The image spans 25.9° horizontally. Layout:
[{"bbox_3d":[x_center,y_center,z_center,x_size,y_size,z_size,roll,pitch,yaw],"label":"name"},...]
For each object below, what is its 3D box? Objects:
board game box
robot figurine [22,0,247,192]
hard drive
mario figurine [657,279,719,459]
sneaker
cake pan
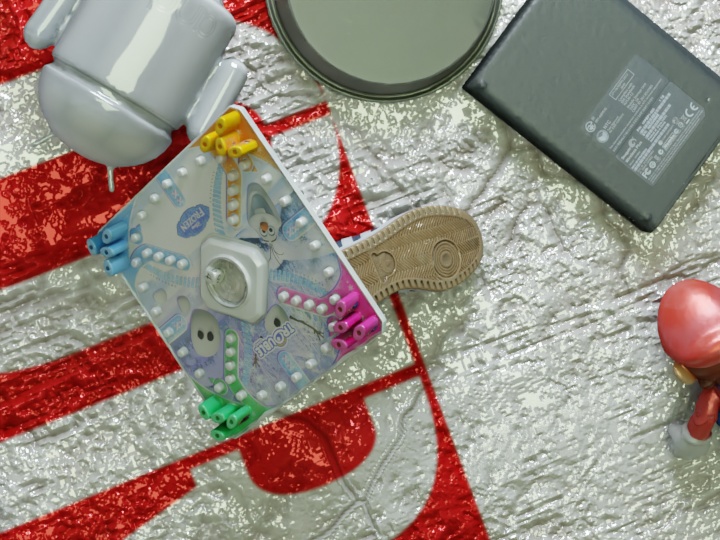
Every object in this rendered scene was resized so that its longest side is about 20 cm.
[{"bbox_3d":[-0.101,0.009,1.188,0.200,0.026,0.200,-37,85,38],"label":"board game box"},{"bbox_3d":[-0.172,-0.165,1.201,0.169,0.113,0.201,30,90,3],"label":"robot figurine"},{"bbox_3d":[0.203,-0.147,1.298,0.200,0.033,0.140,37,89,-10],"label":"hard drive"},{"bbox_3d":[0.311,0.089,1.327,0.124,0.106,0.200,-49,114,-38],"label":"mario figurine"},{"bbox_3d":[0.000,0.000,1.271,0.200,0.108,0.070,-21,96,-37],"label":"sneaker"},{"bbox_3d":[0.022,-0.236,1.262,0.199,0.037,0.201,-1,95,-8],"label":"cake pan"}]
